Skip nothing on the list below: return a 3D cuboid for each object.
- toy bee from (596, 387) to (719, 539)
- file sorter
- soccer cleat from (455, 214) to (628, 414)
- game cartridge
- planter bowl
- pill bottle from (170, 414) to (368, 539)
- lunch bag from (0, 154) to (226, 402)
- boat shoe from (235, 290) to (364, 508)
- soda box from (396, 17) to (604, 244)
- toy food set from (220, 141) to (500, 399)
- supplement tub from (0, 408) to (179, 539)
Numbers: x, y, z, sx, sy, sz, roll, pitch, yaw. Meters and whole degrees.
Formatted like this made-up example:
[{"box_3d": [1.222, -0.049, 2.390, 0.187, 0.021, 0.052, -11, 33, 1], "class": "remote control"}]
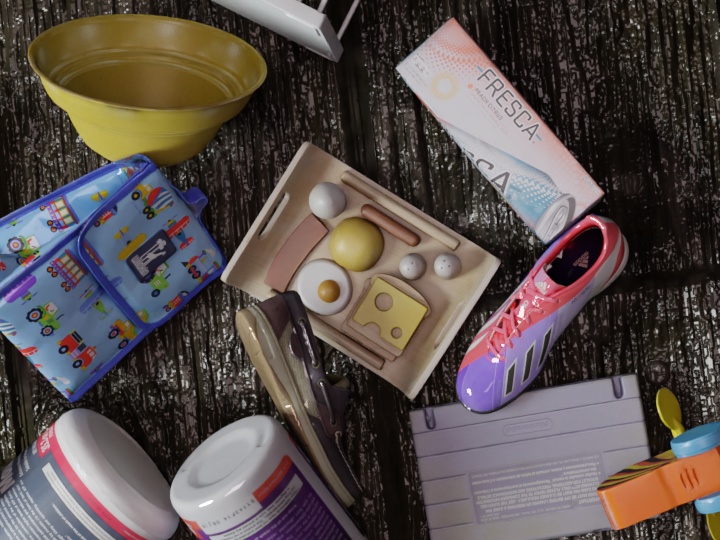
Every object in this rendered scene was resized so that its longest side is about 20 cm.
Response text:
[{"box_3d": [0.297, 0.162, 1.325, 0.199, 0.109, 0.131, -1, 95, 12], "class": "toy bee"}, {"box_3d": [-0.087, -0.286, 1.360, 0.200, 0.139, 0.125, 28, 90, 6], "class": "file sorter"}, {"box_3d": [0.146, 0.034, 1.349, 0.068, 0.073, 0.200, 42, 90, 24], "class": "soccer cleat"}, {"box_3d": [0.150, 0.167, 1.380, 0.199, 0.038, 0.130, -10, 92, 7], "class": "game cartridge"}, {"box_3d": [-0.182, -0.143, 1.368, 0.200, 0.201, 0.084, 11, 120, 7], "class": "planter bowl"}, {"box_3d": [-0.060, 0.228, 1.340, 0.111, 0.111, 0.200, -33, 111, 6], "class": "pill bottle"}, {"box_3d": [-0.215, -0.009, 1.367, 0.200, 0.151, 0.094, -35, 47, -1], "class": "lunch bag"}, {"box_3d": [-0.038, 0.109, 1.369, 0.065, 0.072, 0.200, -29, 105, -10], "class": "boat shoe"}, {"box_3d": [0.119, -0.118, 1.369, 0.068, 0.064, 0.200, -41, 85, 5], "class": "soda box"}, {"box_3d": [0.000, 0.000, 1.384, 0.200, 0.060, 0.144, 32, 93, 7], "class": "toy food set"}, {"box_3d": [-0.268, 0.229, 1.375, 0.200, 0.140, 0.140, -42, 85, 4], "class": "supplement tub"}]
